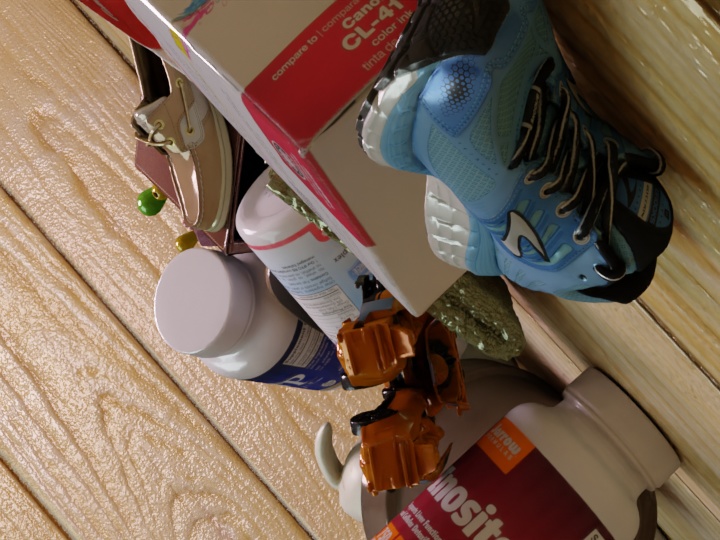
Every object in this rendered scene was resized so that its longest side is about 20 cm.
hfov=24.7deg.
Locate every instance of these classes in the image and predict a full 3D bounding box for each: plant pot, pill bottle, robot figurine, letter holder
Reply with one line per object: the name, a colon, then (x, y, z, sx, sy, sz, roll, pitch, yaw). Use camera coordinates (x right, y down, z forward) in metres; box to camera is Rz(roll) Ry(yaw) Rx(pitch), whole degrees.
plant pot: (0.125, 0.176, 1.245, 0.200, 0.200, 0.173, 49, 161, -24)
pill bottle: (0.000, 0.000, 1.300, 0.200, 0.109, 0.109, 49, 176, -27)
robot figurine: (0.030, 0.070, 1.048, 0.200, 0.058, 0.147, -33, -67, -77)
pill bottle: (-0.083, 0.039, 1.448, 0.120, 0.120, 0.199, 45, -162, 33)
letter holder: (-0.107, -0.122, 1.405, 0.200, 0.100, 0.144, 40, 130, 51)
pill bottle: (0.100, 0.159, 1.035, 0.113, 0.200, 0.113, 47, 176, 4)

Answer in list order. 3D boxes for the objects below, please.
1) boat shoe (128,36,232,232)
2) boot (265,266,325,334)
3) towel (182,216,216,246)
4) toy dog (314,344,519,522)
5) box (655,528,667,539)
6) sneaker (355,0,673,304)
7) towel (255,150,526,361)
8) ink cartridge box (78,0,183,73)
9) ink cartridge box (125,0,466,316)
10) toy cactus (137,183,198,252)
boat shoe: (-0.151, -0.127, 1.312, 0.074, 0.066, 0.202, -9, 91, 58)
boot: (-0.015, 0.015, 1.407, 0.199, 0.074, 0.075, 16, -172, -42)
towel: (-0.057, -0.025, 1.493, 0.198, 0.023, 0.144, 9, 173, 4)
toy dog: (0.076, 0.145, 1.412, 0.193, 0.201, 0.140, 36, -148, 6)
box: (0.217, 0.261, 1.523, 0.200, 0.106, 0.152, 50, 176, -21)
sneaker: (0.063, -0.041, 0.530, 0.089, 0.079, 0.200, 26, 172, 21)
towel: (0.019, -0.022, 1.016, 0.199, 0.037, 0.148, 38, -172, -6)
ink cartridge box: (-0.136, -0.178, 1.178, 0.199, 0.050, 0.161, 36, -175, -33)
ink cartridge box: (-0.025, -0.094, 0.746, 0.200, 0.086, 0.148, 47, 178, 35)
toy cactus: (-0.126, -0.107, 1.609, 0.102, 0.198, 0.167, 18, -115, -53)
